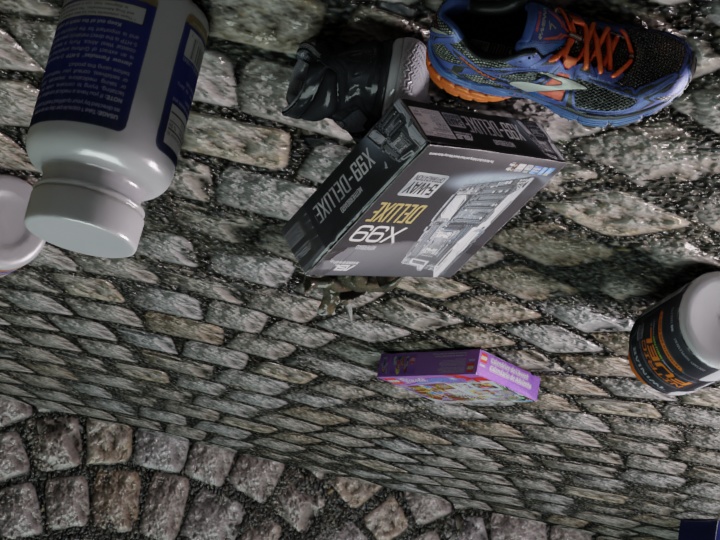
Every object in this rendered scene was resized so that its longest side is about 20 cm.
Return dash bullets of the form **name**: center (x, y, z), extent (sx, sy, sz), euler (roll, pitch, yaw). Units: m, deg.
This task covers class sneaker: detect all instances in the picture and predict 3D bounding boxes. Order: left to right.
- **sneaker**: center (-0.003, -0.133, 1.194), extent (0.113, 0.076, 0.200), euler (11, 158, 7)
- **sneaker**: center (0.138, -0.153, 1.029), extent (0.198, 0.076, 0.079), euler (6, 159, 14)

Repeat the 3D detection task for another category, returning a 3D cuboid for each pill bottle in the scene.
- **pill bottle**: center (-0.453, -0.042, 1.733), extent (0.111, 0.113, 0.199), euler (20, 162, -26)
- **pill bottle**: center (-0.197, -0.120, 1.143), extent (0.118, 0.202, 0.120), euler (11, 163, 3)
- **pill bottle**: center (0.355, 0.075, 1.563), extent (0.105, 0.107, 0.200), euler (14, 163, -6)

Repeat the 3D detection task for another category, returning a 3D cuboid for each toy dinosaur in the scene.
- **toy dinosaur**: center (0.000, 0.000, 1.660), extent (0.102, 0.078, 0.199), euler (9, 163, -36)

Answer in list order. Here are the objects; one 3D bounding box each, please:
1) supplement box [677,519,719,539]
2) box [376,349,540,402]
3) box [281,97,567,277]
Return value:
- **supplement box**: center (0.751, 0.583, 2.950), extent (0.199, 0.111, 0.108), euler (22, 161, -29)
- **box**: center (0.140, 0.154, 2.088), extent (0.136, 0.040, 0.199), euler (25, 159, -40)
- **box**: center (0.054, -0.061, 1.184), extent (0.199, 0.050, 0.158), euler (2, 140, -51)
